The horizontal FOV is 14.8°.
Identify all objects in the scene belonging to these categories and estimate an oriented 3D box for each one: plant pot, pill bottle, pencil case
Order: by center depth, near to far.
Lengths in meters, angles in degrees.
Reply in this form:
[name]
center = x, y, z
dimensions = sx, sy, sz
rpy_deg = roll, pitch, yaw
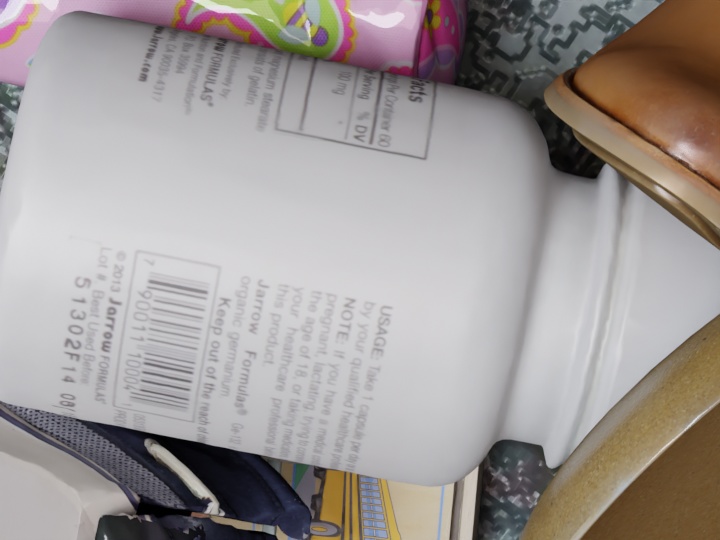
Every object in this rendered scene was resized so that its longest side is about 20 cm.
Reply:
[plant pot]
center = 0.114, 0.047, 0.748
dimensions = 0.200, 0.200, 0.028
rpy_deg = -43, 65, 13
[pill bottle]
center = 0.000, 0.000, 0.786
dimensions = 0.199, 0.114, 0.115
rpy_deg = 11, 102, -1
[pencil case]
center = -0.063, -0.089, 0.853
dimensions = 0.199, 0.087, 0.088
rpy_deg = 8, 101, 7

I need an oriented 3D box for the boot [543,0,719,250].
[boot]
center = 0.126, -0.086, 0.716
dimensions = 0.074, 0.200, 0.155
rpy_deg = 39, 108, 1

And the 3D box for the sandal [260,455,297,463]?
[sandal]
center = -0.047, 0.024, 0.865
dimensions = 0.202, 0.050, 0.083
rpy_deg = 0, 100, 10

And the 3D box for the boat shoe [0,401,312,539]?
[boat shoe]
center = -0.102, 0.063, 0.843
dimensions = 0.200, 0.092, 0.075
rpy_deg = 29, 109, 44

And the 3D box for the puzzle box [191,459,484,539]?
[puzzle box]
center = -0.027, 0.098, 0.915
dimensions = 0.132, 0.025, 0.201
rpy_deg = 5, 101, 6
